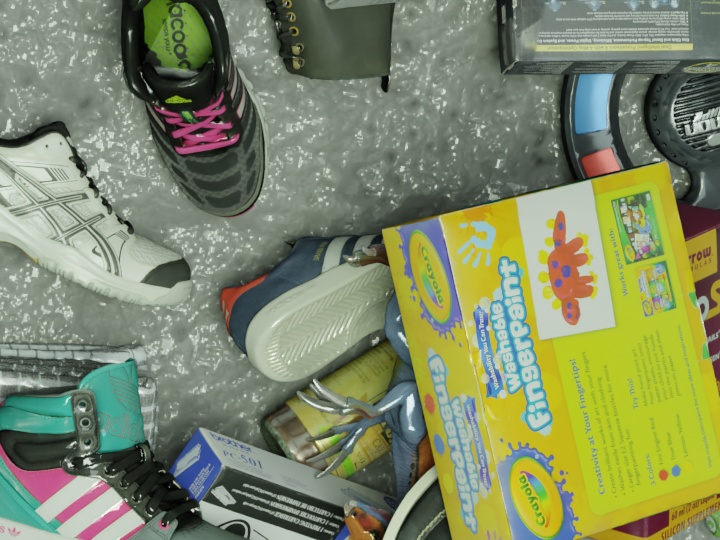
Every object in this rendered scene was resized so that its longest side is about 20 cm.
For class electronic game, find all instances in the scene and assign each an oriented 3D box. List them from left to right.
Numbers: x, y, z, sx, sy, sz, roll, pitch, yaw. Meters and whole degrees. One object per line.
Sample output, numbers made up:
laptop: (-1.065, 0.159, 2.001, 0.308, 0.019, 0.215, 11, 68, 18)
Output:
electronic game: (0.228, -0.106, 1.739, 0.199, 0.042, 0.201, -2, 96, -15)

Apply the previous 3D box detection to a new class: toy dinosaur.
toy dinosaur: (0.035, 0.075, 1.569, 0.199, 0.105, 0.182, -17, 79, 21)

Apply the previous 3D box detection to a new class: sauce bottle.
sauce bottle: (0.033, 0.071, 1.694, 0.200, 0.065, 0.065, -32, 103, -8)

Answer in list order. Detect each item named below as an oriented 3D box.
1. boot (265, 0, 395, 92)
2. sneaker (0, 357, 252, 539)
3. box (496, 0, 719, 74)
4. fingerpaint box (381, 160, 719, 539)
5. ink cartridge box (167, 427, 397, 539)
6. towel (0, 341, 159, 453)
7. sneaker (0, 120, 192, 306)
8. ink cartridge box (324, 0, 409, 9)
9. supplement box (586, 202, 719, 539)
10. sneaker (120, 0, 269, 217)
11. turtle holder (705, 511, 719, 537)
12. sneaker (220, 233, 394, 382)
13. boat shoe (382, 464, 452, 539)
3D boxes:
boot: (-0.062, -0.184, 1.639, 0.199, 0.077, 0.139, 2, 100, -14)
sneaker: (-0.136, 0.115, 1.537, 0.199, 0.084, 0.121, 13, 96, 11)
box: (0.187, -0.210, 1.689, 0.199, 0.049, 0.162, -2, 81, -11)
fingerpaint box: (0.118, 0.052, 1.535, 0.166, 0.073, 0.201, -15, 92, -29)
ink cartridge box: (-0.045, 0.172, 1.645, 0.200, 0.044, 0.094, 24, 108, -40)
towel: (-0.222, 0.131, 1.621, 0.199, 0.086, 0.166, 2, 96, -15)
sneaker: (-0.186, -0.044, 1.617, 0.199, 0.076, 0.088, 25, 89, -17)
ink cartridge box: (0.068, -0.248, 1.593, 0.199, 0.083, 0.146, -8, 84, -20)
supplement box: (0.181, 0.065, 1.685, 0.110, 0.085, 0.201, -21, 116, -45)
sneaker: (-0.106, -0.112, 1.602, 0.073, 0.088, 0.201, -7, 118, 9)
turtle holder: (0.335, 0.151, 1.745, 0.185, 0.141, 0.132, 1, 97, -16)
sneaker: (0.000, 0.000, 1.672, 0.199, 0.084, 0.075, -20, 124, -25)
boat shoe: (0.088, 0.144, 1.580, 0.200, 0.067, 0.072, -21, 127, -44)
